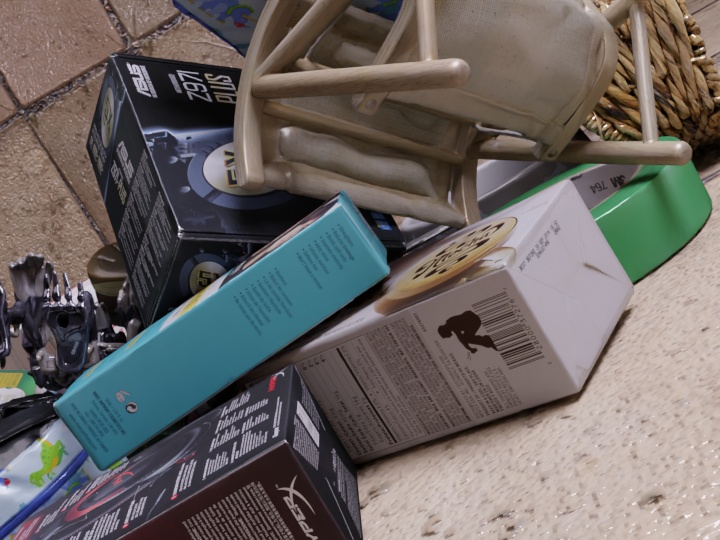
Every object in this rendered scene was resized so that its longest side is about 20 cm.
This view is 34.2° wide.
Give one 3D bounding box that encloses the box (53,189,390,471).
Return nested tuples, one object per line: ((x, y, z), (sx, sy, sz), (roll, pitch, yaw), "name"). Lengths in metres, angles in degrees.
((-0.078, 0.032, 0.682), (0.200, 0.049, 0.082), (-35, 7, 5), "box")

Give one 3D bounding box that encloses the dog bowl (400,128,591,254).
((0.122, -0.057, 1.006), (0.200, 0.059, 0.200), (-30, 8, 5), "dog bowl")

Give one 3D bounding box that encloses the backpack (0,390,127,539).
((-0.249, 0.167, 0.772), (0.200, 0.154, 0.163), (-54, 18, -14), "backpack")

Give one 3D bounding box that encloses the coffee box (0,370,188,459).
((-0.232, 0.117, 0.899), (0.199, 0.044, 0.123), (1, 16, -8), "coffee box")

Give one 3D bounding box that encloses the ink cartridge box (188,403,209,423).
((-0.202, 0.110, 1.064), (0.200, 0.083, 0.146), (-35, 9, -24), "ink cartridge box")

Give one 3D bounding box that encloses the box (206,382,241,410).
((-0.033, 0.054, 0.932), (0.159, 0.049, 0.200), (-27, 9, 6), "box")

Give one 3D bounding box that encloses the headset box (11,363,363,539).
((-0.102, 0.141, 0.586), (0.200, 0.075, 0.149), (-30, 9, 2), "headset box")

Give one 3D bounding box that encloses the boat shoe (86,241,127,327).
((-0.104, 0.014, 0.888), (0.199, 0.065, 0.073), (4, 39, 7), "boat shoe")

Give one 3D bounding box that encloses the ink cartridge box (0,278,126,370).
((-0.233, 0.044, 1.037), (0.200, 0.068, 0.116), (-21, 14, 47), "ink cartridge box")

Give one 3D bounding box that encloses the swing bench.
((0.057, -0.116, 0.713), (0.198, 0.130, 0.200), (10, -19, -38), "swing bench")

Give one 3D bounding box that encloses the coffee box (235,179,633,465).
((0.040, 0.038, 0.669), (0.200, 0.080, 0.113), (-25, 12, 37), "coffee box")

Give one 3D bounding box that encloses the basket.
((0.198, -0.142, 0.930), (0.149, 0.143, 0.200), (-24, 7, 13), "basket")

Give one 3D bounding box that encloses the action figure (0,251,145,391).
((-0.193, 0.036, 0.811), (0.118, 0.103, 0.200), (0, -12, 5), "action figure")

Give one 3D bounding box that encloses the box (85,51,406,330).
((-0.085, -0.054, 0.813), (0.163, 0.200, 0.086), (2, -49, -29), "box")

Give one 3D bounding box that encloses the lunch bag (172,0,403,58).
((-0.014, -0.214, 0.771), (0.200, 0.170, 0.128), (-41, 44, 16), "lunch bag")

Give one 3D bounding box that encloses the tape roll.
((0.135, -0.021, 0.791), (0.200, 0.048, 0.200), (-30, 8, 5), "tape roll")

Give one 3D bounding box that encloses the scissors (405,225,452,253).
((0.000, 0.000, 0.928), (0.200, 0.014, 0.073), (-32, 7, -6), "scissors")
